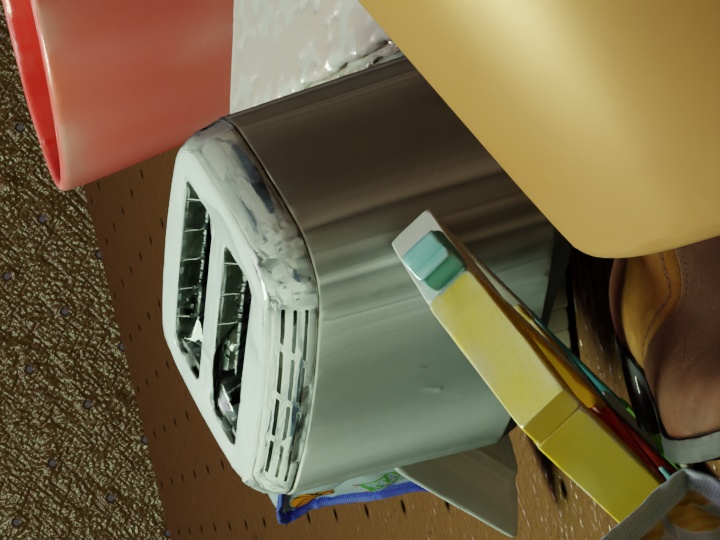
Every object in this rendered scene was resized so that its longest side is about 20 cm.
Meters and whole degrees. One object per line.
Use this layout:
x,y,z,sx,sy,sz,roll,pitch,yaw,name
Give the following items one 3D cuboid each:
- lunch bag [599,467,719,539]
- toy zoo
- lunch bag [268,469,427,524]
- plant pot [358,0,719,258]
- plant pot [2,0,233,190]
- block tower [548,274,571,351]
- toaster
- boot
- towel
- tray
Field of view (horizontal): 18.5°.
0.138,0.185,0.647,0.200,0.127,0.170,34,143,34,lunch bag
0.079,0.053,0.761,0.200,0.020,0.131,43,-172,-32,toy zoo
-0.020,0.019,1.187,0.200,0.123,0.170,101,152,-62,lunch bag
0.080,-0.096,0.506,0.140,0.200,0.200,61,170,-9,plant pot
-0.113,-0.161,1.287,0.200,0.177,0.201,166,90,-77,plant pot
0.053,-0.032,0.964,0.054,0.058,0.201,-130,28,-65,block tower
0.000,0.000,0.859,0.114,0.129,0.200,57,153,32,toaster
0.109,-0.046,0.700,0.188,0.068,0.201,-97,-4,-87,boot
-0.005,-0.171,0.939,0.200,0.032,0.192,163,110,-63,towel
0.032,0.025,1.069,0.107,0.022,0.200,33,-146,-46,tray
